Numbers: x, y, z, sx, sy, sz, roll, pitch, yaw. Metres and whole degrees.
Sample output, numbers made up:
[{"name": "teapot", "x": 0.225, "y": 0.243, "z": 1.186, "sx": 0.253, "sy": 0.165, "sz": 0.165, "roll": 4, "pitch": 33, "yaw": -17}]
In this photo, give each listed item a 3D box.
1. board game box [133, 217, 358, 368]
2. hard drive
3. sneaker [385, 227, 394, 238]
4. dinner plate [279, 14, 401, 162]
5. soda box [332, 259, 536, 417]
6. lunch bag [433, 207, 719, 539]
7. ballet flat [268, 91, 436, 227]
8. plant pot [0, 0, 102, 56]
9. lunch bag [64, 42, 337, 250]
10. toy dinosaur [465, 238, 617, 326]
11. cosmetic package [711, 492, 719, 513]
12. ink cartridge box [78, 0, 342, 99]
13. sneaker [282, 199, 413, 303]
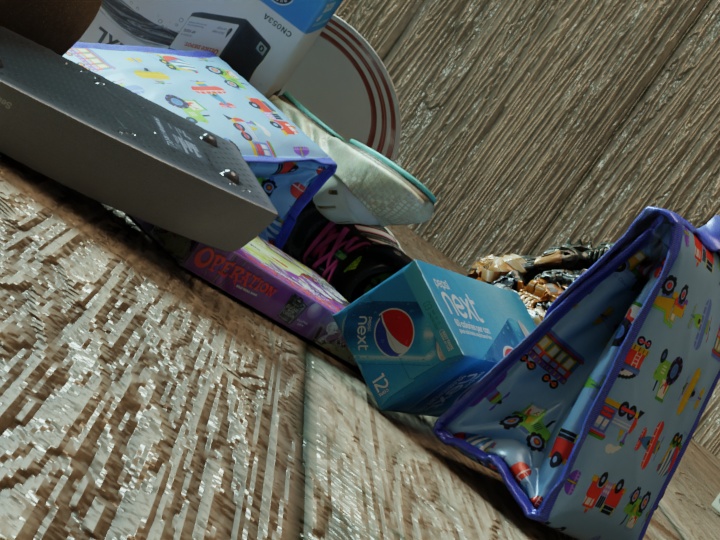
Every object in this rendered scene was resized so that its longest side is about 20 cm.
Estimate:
[{"name": "board game box", "x": -0.065, "y": 0.000, "z": 1.202, "sx": 0.199, "sy": 0.032, "sz": 0.120, "roll": 33, "pitch": 10, "yaw": -44}, {"name": "hard drive", "x": -0.149, "y": -0.078, "z": 1.072, "sx": 0.199, "sy": 0.043, "sz": 0.135, "roll": 26, "pitch": 13, "yaw": -25}, {"name": "sneaker", "x": -0.025, "y": -0.023, "z": 1.494, "sx": 0.200, "sy": 0.075, "sz": 0.081, "roll": 40, "pitch": -3, "yaw": 36}, {"name": "dinner plate", "x": -0.061, "y": -0.129, "z": 1.541, "sx": 0.199, "sy": 0.201, "sz": 0.024, "roll": 36, "pitch": 34, "yaw": -4}, {"name": "soda box", "x": 0.059, "y": 0.048, "z": 1.206, "sx": 0.068, "sy": 0.064, "sz": 0.200, "roll": 62, "pitch": 17, "yaw": 17}, {"name": "lunch bag", "x": 0.161, "y": 0.055, "z": 1.142, "sx": 0.094, "sy": 0.201, "sz": 0.150, "roll": 39, "pitch": 5, "yaw": 32}, {"name": "ballet flat", "x": -0.018, "y": -0.065, "z": 1.380, "sx": 0.067, "sy": 0.062, "sz": 0.200, "roll": 44, "pitch": -5, "yaw": -41}, {"name": "plant pot", "x": -0.249, "y": -0.211, "z": 1.144, "sx": 0.200, "sy": 0.187, "sz": 0.187, "roll": 49, "pitch": -3, "yaw": -33}, {"name": "lunch bag", "x": -0.138, "y": -0.094, "z": 1.299, "sx": 0.150, "sy": 0.095, "sz": 0.199, "roll": 42, "pitch": 16, "yaw": 32}, {"name": "toy dinosaur", "x": 0.128, "y": 0.016, "z": 1.393, "sx": 0.134, "sy": 0.103, "sz": 0.201, "roll": 1, "pitch": 36, "yaw": -16}, {"name": "cosmetic package", "x": 0.493, "y": 0.300, "z": 2.127, "sx": 0.105, "sy": 0.071, "sz": 0.200, "roll": 34, "pitch": 5, "yaw": -40}, {"name": "ink cartridge box", "x": -0.121, "y": -0.180, "z": 1.455, "sx": 0.145, "sy": 0.201, "sz": 0.084, "roll": 36, "pitch": 16, "yaw": 0}, {"name": "sneaker", "x": 0.000, "y": 0.000, "z": 1.379, "sx": 0.200, "sy": 0.074, "sz": 0.087, "roll": 44, "pitch": 1, "yaw": 23}]
